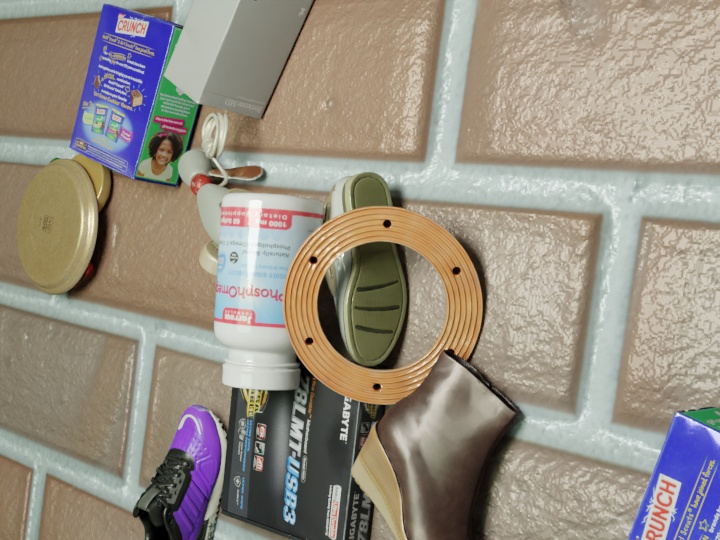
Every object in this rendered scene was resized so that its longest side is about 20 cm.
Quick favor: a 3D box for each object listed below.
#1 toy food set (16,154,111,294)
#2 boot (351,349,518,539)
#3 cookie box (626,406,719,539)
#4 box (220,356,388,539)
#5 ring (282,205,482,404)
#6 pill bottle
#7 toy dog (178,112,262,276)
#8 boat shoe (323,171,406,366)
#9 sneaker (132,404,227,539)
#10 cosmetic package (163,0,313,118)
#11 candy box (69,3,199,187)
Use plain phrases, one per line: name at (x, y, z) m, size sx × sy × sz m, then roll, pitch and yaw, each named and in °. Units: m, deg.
toy food set at (-0.425, -0.065, 1.549) m, size 0.197 × 0.049 × 0.201 m, roll -6°, pitch 82°, yaw 42°
boot at (0.096, 0.197, 1.041) m, size 0.200 × 0.072 × 0.167 m, roll 46°, pitch 107°, yaw 22°
cookie box at (0.314, 0.222, 0.837) m, size 0.200 × 0.075 × 0.172 m, roll 27°, pitch 104°, yaw 40°
box at (-0.067, 0.191, 1.203) m, size 0.198 × 0.050 × 0.201 m, roll 8°, pitch 92°, yaw 43°
ring at (0.022, 0.035, 1.089) m, size 0.199 × 0.019 × 0.201 m, roll 1°, pitch 100°, yaw 5°
pill bottle at (-0.099, 0.022, 1.152) m, size 0.108 × 0.109 × 0.201 m, roll 3°, pitch 90°, yaw 42°
toy dog at (-0.147, -0.077, 1.289) m, size 0.132 × 0.096 × 0.201 m, roll -44°, pitch 46°, yaw 39°
boat shoe at (0.000, 0.000, 1.151) m, size 0.068 × 0.074 × 0.201 m, roll -7°, pitch 81°, yaw 59°
sneaker at (-0.219, 0.261, 1.296) m, size 0.069 × 0.099 × 0.201 m, roll 10°, pitch 93°, yaw 40°
cosmetic package at (-0.135, -0.288, 1.271) m, size 0.090 × 0.107 × 0.201 m, roll 37°, pitch 112°, yaw 38°
candy box at (-0.286, -0.230, 1.420) m, size 0.169 × 0.077 × 0.201 m, roll 26°, pitch 104°, yaw 42°
